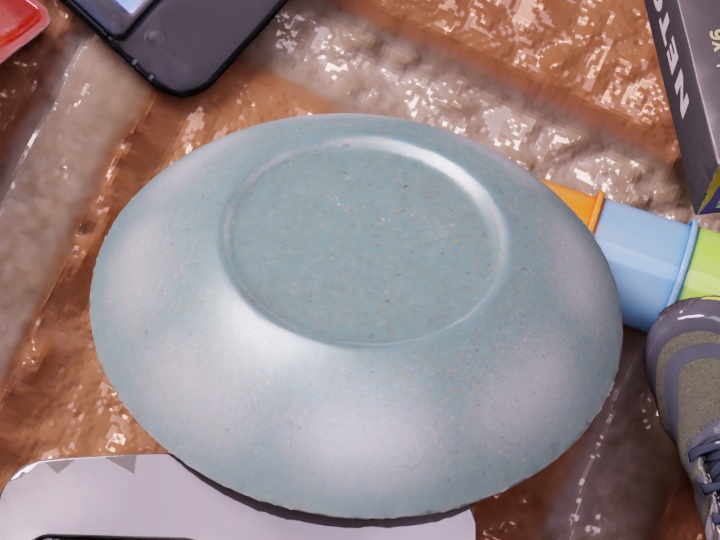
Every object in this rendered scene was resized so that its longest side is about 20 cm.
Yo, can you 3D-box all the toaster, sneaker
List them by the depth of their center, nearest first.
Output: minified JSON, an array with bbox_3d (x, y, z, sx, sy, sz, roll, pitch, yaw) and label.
[{"bbox_3d":[-0.046,0.154,0.834,0.181,0.119,0.200,3,76,-4],"label":"toaster"},{"bbox_3d":[0.162,0.103,0.857,0.074,0.081,0.200,-28,85,27],"label":"sneaker"}]

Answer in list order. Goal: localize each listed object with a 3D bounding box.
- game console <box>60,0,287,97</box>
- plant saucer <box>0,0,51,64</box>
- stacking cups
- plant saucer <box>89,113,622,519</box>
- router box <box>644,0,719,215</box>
[{"bbox_3d":[-0.086,-0.195,0.888,0.200,0.116,0.176,43,90,-2],"label":"game console"},{"bbox_3d":[-0.254,-0.103,0.879,0.200,0.037,0.200,36,40,4],"label":"plant saucer"},{"bbox_3d":[0.111,-0.006,0.913,0.200,0.061,0.061,22,76,3],"label":"stacking cups"},{"bbox_3d":[0.000,0.000,0.832,0.201,0.039,0.201,2,47,-2],"label":"plant saucer"},{"bbox_3d":[0.197,-0.131,0.935,0.157,0.052,0.200,-8,68,-6],"label":"router box"}]
